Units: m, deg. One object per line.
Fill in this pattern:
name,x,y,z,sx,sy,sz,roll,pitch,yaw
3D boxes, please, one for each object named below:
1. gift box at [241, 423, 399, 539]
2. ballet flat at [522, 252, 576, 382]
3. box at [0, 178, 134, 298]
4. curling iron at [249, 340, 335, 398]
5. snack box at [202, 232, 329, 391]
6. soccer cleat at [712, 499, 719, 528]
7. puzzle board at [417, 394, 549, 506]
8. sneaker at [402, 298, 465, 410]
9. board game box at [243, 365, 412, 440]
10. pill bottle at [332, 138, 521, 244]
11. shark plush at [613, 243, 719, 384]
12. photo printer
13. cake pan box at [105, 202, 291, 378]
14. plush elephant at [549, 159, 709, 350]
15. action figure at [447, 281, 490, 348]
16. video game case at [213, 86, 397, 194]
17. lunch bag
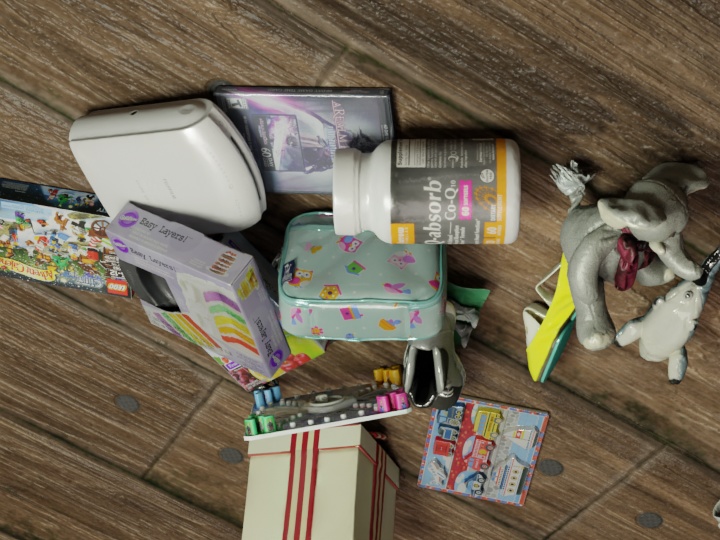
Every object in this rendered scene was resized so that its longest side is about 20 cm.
gift box,-0.053,0.311,1.953,0.184,0.187,0.200,-4,151,15
ballet flat,0.231,0.048,1.721,0.067,0.067,0.200,33,133,12
box,-0.377,-0.040,1.796,0.199,0.038,0.137,9,134,5
curling iron,-0.076,0.114,1.873,0.200,0.026,0.050,-36,79,33
snack box,-0.152,0.048,1.807,0.142,0.053,0.200,-29,115,32
soccer cleat,0.509,0.343,1.926,0.085,0.069,0.200,10,132,16
puzzle board,0.162,0.244,1.948,0.150,0.017,0.200,11,135,4
sneaker,0.079,0.130,1.722,0.075,0.116,0.200,1,138,12
board game box,-0.041,0.160,1.780,0.199,0.200,0.026,-10,96,0
pill bottle,0.072,-0.086,1.573,0.199,0.117,0.117,-1,133,3
shark plush,0.360,0.034,1.661,0.091,0.083,0.200,25,131,17
photo printer,-0.211,-0.114,1.649,0.200,0.070,0.167,-3,132,27
cake pan box,-0.187,0.023,1.667,0.200,0.052,0.184,23,148,27
plush elephant,0.299,-0.038,1.545,0.155,0.165,0.200,-9,109,54
action figure,0.045,0.032,1.754,0.200,0.055,0.118,20,137,0
video game case,-0.057,-0.145,1.633,0.199,0.019,0.143,3,133,13
lunch bag,0.000,0.000,1.661,0.199,0.161,0.077,1,139,5
